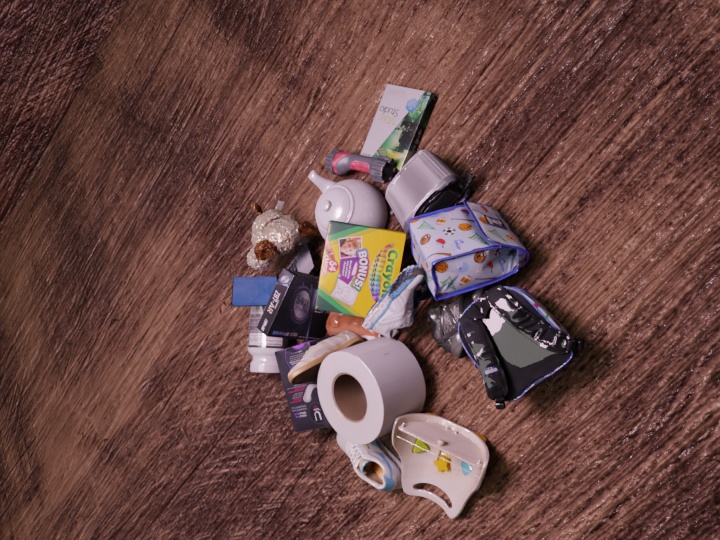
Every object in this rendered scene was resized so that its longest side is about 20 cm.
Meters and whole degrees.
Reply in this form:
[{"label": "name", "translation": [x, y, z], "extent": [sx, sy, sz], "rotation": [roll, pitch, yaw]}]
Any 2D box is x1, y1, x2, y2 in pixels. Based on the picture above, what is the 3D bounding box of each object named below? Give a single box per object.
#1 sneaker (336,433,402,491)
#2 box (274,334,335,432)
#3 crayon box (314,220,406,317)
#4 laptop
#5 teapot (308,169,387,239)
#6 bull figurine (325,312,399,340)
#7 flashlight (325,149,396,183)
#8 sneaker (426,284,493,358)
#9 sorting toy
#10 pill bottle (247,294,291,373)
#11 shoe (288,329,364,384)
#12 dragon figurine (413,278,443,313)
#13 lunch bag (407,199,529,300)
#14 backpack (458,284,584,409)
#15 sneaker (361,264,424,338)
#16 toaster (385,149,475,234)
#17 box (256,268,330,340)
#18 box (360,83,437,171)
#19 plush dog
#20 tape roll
[{"label": "sneaker", "translation": [0.012, 0.418, 1.264], "extent": [0.200, 0.081, 0.077], "rotation": [28, 100, 39]}, {"label": "box", "translation": [-0.108, 0.270, 1.346], "extent": [0.122, 0.106, 0.200], "rotation": [-19, 83, 34]}, {"label": "crayon box", "translation": [0.000, 0.000, 1.253], "extent": [0.172, 0.058, 0.200], "rotation": [10, 97, 2]}, {"label": "laptop", "translation": [-0.228, 0.006, 1.452], "extent": [0.200, 0.116, 0.187], "rotation": [-52, 23, 11]}, {"label": "teapot", "translation": [-0.039, -0.138, 1.376], "extent": [0.200, 0.146, 0.198], "rotation": [8, 86, 38]}, {"label": "bull figurine", "translation": [0.000, 0.115, 1.346], "extent": [0.200, 0.065, 0.122], "rotation": [-1, 73, 32]}, {"label": "flashlight", "translation": [-0.003, -0.256, 1.397], "extent": [0.068, 0.068, 0.200], "rotation": [-39, 42, -26]}, {"label": "sneaker", "translation": [0.206, 0.074, 1.186], "extent": [0.114, 0.076, 0.200], "rotation": [27, 103, 30]}, {"label": "sorting toy", "translation": [0.160, 0.406, 1.148], "extent": [0.200, 0.107, 0.180], "rotation": [20, 106, 28]}, {"label": "pill bottle", "translation": [-0.239, 0.169, 1.487], "extent": [0.116, 0.116, 0.200], "rotation": [-5, 79, 37]}, {"label": "shoe", "translation": [-0.084, 0.193, 1.264], "extent": [0.053, 0.200, 0.070], "rotation": [45, 144, 29]}, {"label": "dragon figurine", "translation": [0.157, 0.014, 1.222], "extent": [0.059, 0.099, 0.200], "rotation": [39, 105, 36]}, {"label": "lunch bag", "translation": [0.216, -0.053, 1.133], "extent": [0.200, 0.124, 0.170], "rotation": [-14, 40, -3]}, {"label": "backpack", "translation": [0.288, 0.124, 1.059], "extent": [0.200, 0.154, 0.191], "rotation": [-41, 76, 16]}, {"label": "sneaker", "translation": [0.087, 0.070, 1.171], "extent": [0.087, 0.075, 0.200], "rotation": [34, 129, -4]}, {"label": "toaster", "translation": [0.150, -0.180, 1.260], "extent": [0.200, 0.114, 0.129], "rotation": [-49, 54, 21]}, {"label": "box", "translation": [-0.140, 0.089, 1.373], "extent": [0.044, 0.200, 0.160], "rotation": [31, 99, 37]}, {"label": "box", "translation": [0.090, -0.353, 1.390], "extent": [0.144, 0.036, 0.200], "rotation": [25, 98, 38]}, {"label": "plush dog", "translation": [-0.210, -0.097, 1.437], "extent": [0.200, 0.161, 0.172], "rotation": [-33, 27, -18]}, {"label": "tape roll", "translation": [0.022, 0.257, 1.217], "extent": [0.203, 0.139, 0.203], "rotation": [11, 105, 43]}]
